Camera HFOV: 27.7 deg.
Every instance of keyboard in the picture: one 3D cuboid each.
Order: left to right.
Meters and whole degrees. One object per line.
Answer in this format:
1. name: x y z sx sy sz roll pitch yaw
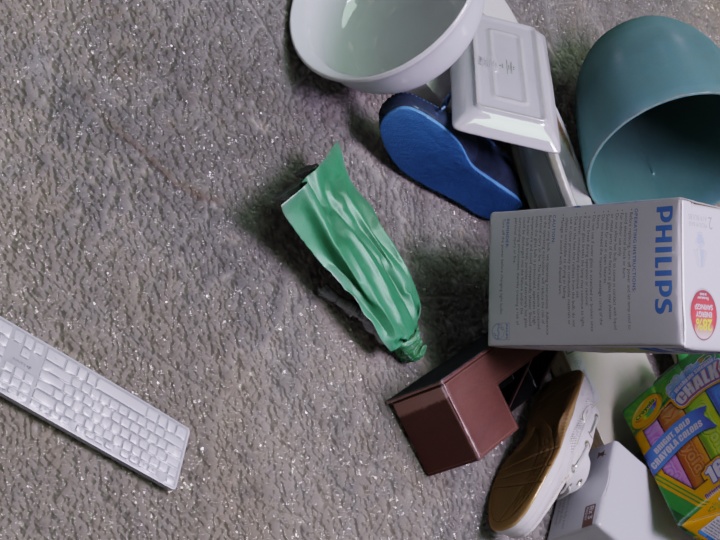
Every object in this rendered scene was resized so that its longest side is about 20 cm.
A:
1. keyboard: -0.209 0.093 1.070 0.199 0.011 0.057 35 49 -27

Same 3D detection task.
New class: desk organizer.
1. desk organizer: 0.121 0.106 1.336 0.200 0.071 0.077 -29 93 -47

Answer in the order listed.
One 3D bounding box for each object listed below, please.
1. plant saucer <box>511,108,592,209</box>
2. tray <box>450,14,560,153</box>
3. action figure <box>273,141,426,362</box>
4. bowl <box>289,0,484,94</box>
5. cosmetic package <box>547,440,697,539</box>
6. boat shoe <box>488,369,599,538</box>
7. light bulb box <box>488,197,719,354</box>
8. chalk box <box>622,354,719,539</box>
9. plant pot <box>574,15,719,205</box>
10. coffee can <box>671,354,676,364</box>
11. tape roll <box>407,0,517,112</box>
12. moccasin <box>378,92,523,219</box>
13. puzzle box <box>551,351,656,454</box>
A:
1. plant saucer: 0.195 -0.093 1.490 0.200 0.050 0.202 -20 90 -75
2. tray: 0.140 -0.192 1.419 0.106 0.022 0.201 11 41 -8
3. action figure: 0.000 0.000 1.286 0.201 0.054 0.118 57 41 -15
4. bowl: 0.039 -0.239 1.367 0.090 0.200 0.203 45 40 -50
5. cosmetic package: 0.276 0.266 1.404 0.200 0.074 0.102 41 47 -19
6. boat shoe: 0.182 0.181 1.356 0.069 0.071 0.200 52 46 -19
7. light bulb box: 0.249 0.011 1.293 0.197 0.199 0.126 5 84 -47
8. chalk box: 0.349 0.161 1.420 0.124 0.124 0.201 33 23 -33
9. plant pot: 0.323 -0.178 1.591 0.200 0.200 0.162 21 42 -35
10. coffee can: 0.414 0.110 1.560 0.146 0.146 0.202 -6 73 -45
11. tape roll: 0.098 -0.232 1.508 0.202 0.037 0.204 21 56 -35
12. moccasin: 0.083 -0.118 1.422 0.200 0.080 0.069 38 41 -43
13. puzzle box: 0.244 0.091 1.494 0.133 0.025 0.201 -17 82 -46
